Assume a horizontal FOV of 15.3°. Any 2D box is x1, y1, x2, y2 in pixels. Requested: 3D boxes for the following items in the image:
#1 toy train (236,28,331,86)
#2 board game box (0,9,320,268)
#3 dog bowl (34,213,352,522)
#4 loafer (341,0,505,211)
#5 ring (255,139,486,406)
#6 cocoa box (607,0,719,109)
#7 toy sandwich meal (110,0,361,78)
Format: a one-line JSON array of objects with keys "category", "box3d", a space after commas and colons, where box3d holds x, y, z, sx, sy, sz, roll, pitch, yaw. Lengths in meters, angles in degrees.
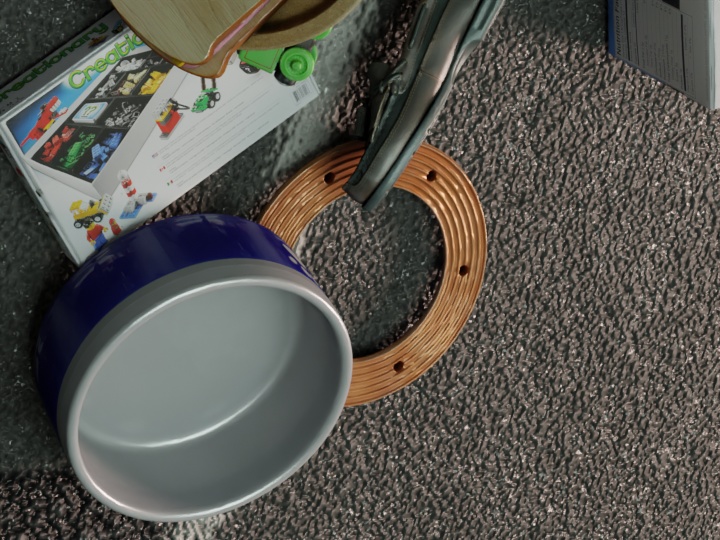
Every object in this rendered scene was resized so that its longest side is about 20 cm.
[{"category": "toy train", "box3d": [-0.022, -0.211, 1.682, 0.056, 0.042, 0.201, 23, 107, -4]}, {"category": "board game box", "box3d": [-0.133, -0.109, 1.724, 0.200, 0.035, 0.127, -36, 126, -13]}, {"category": "dog bowl", "box3d": [-0.110, 0.064, 1.760, 0.199, 0.079, 0.201, -15, 131, -18]}, {"category": "loafer", "box3d": [0.034, -0.137, 1.798, 0.063, 0.072, 0.200, 32, 83, -6]}, {"category": "ring", "box3d": [0.000, 0.000, 1.866, 0.200, 0.019, 0.201, -13, 118, -26]}, {"category": "cocoa box", "box3d": [0.286, -0.214, 1.876, 0.199, 0.131, 0.134, -17, 120, -24]}, {"category": "toy sandwich meal", "box3d": [-0.077, -0.221, 1.633, 0.204, 0.070, 0.206, 2, 100, 12]}]
